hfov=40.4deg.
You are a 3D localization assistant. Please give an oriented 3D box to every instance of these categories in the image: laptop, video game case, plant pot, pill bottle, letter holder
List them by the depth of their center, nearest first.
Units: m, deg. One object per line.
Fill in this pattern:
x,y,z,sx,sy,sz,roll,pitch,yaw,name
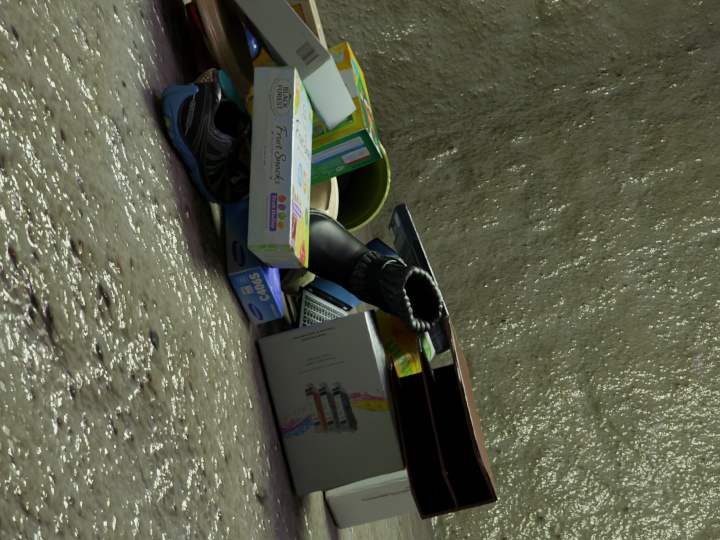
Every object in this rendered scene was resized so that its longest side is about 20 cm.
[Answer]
0.093,0.177,1.212,0.143,0.099,0.202,68,10,-52,letter holder
0.085,0.016,1.375,0.143,0.019,0.202,104,-36,-80,video game case
0.010,0.151,1.434,0.110,0.200,0.112,31,-34,24,pill bottle
-0.008,0.071,1.454,0.187,0.114,0.203,32,61,-66,laptop
-0.061,-0.178,1.798,0.193,0.198,0.203,-139,-148,-77,plant pot

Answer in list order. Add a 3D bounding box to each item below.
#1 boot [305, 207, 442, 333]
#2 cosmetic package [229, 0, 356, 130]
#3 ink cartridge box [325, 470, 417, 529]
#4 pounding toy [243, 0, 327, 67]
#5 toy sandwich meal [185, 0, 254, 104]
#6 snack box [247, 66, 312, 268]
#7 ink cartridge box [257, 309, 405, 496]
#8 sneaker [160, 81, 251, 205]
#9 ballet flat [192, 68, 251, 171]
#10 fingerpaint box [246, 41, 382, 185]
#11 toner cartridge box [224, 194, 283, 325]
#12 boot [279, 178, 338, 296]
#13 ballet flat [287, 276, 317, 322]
0.002,-0.002,1.267,0.210,0.080,0.157,28,2,-40,boot
-0.094,-0.286,1.221,0.201,0.051,0.151,52,2,19,cosmetic package
0.018,0.272,1.477,0.201,0.142,0.084,-98,172,-51,ink cartridge box
-0.111,-0.302,1.471,0.142,0.182,0.203,-85,159,-76,pounding toy
-0.193,-0.301,1.242,0.205,0.069,0.208,-18,90,-83,toy sandwich meal
-0.089,-0.112,1.122,0.142,0.052,0.203,67,24,-80,snack box
-0.030,0.165,1.254,0.145,0.143,0.203,11,65,-85,ink cartridge box
-0.154,-0.137,1.084,0.200,0.082,0.072,67,10,-61,sneaker
-0.151,-0.159,1.193,0.071,0.065,0.201,-95,159,-46,ballet flat
-0.083,-0.199,1.350,0.073,0.198,0.169,54,19,-53,fingerpaint box
-0.136,-0.039,1.229,0.096,0.043,0.202,69,8,-45,toner cartridge box
-0.089,-0.066,1.392,0.155,0.072,0.203,23,84,-80,boot
-0.093,0.016,1.519,0.069,0.068,0.203,-79,158,-79,ballet flat
